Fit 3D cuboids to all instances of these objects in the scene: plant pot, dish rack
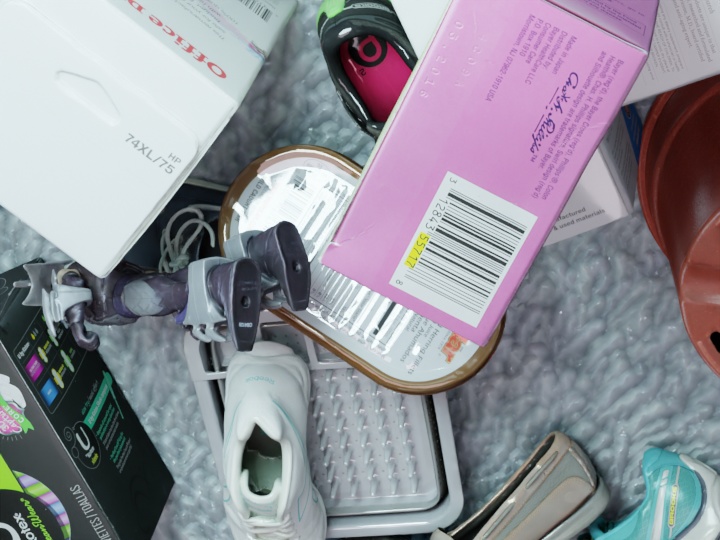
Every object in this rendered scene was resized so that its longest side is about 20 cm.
[{"bbox_3d":[0.265,-0.026,1.207,0.200,0.195,0.202,3,114,7],"label":"plant pot"},{"bbox_3d":[-0.021,0.095,1.376,0.171,0.044,0.201,-5,123,10],"label":"dish rack"}]

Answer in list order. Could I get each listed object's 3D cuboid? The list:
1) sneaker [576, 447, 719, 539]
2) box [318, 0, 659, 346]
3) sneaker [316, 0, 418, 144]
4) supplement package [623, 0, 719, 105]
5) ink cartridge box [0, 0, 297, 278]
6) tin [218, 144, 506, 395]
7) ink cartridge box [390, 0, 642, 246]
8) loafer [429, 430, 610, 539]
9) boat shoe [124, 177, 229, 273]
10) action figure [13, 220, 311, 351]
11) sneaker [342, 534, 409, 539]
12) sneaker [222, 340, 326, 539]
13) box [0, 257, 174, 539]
[{"bbox_3d":[0.183,0.210,1.404,0.079,0.077,0.201,33,108,9],"label":"sneaker"},{"bbox_3d":[0.074,-0.091,1.041,0.096,0.200,0.176,27,116,-2],"label":"box"},{"bbox_3d":[0.035,-0.087,1.276,0.077,0.084,0.200,-36,104,22],"label":"sneaker"},{"bbox_3d":[0.213,-0.213,1.156,0.199,0.151,0.152,-18,110,16],"label":"supplement package"},{"bbox_3d":[-0.151,-0.125,1.224,0.146,0.200,0.146,37,114,-8],"label":"ink cartridge box"},{"bbox_3d":[0.000,0.000,1.280,0.199,0.042,0.112,33,94,5],"label":"tin"},{"bbox_3d":[0.094,-0.133,1.212,0.086,0.147,0.201,-22,108,19],"label":"ink cartridge box"},{"bbox_3d":[0.076,0.186,1.375,0.200,0.072,0.063,-36,105,-8],"label":"loafer"},{"bbox_3d":[-0.100,-0.015,1.341,0.199,0.062,0.075,7,116,6],"label":"boat shoe"},{"bbox_3d":[-0.127,0.016,1.237,0.199,0.130,0.070,-6,96,42],"label":"action figure"},{"bbox_3d":[-0.005,0.273,1.461,0.086,0.080,0.200,22,116,-28],"label":"sneaker"},{"bbox_3d":[-0.064,0.147,1.345,0.070,0.080,0.201,-1,126,6],"label":"sneaker"},{"bbox_3d":[-0.247,0.121,1.391,0.148,0.124,0.201,-23,110,17],"label":"box"}]
